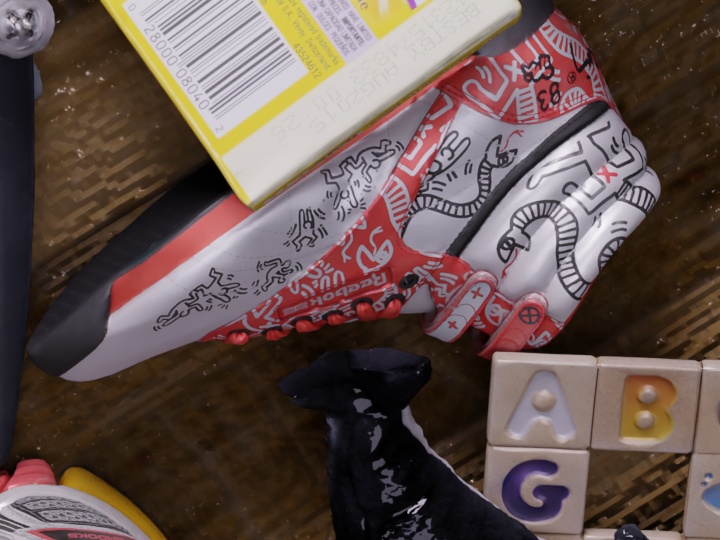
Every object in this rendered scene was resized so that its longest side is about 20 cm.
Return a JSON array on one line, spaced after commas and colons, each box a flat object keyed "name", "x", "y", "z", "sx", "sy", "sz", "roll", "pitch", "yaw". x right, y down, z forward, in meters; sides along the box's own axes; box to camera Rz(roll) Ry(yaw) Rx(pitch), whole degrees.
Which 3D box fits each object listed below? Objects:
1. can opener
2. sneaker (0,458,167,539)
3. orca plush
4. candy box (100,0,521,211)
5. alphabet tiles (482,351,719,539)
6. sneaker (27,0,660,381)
[{"name": "can opener", "x": -0.126, "y": -0.028, "z": 0.840, "sx": 0.063, "sy": 0.078, "sz": 0.201, "roll": -17, "pitch": 114, "yaw": -32}, {"name": "sneaker", "x": -0.052, "y": 0.147, "z": 0.879, "sx": 0.200, "sy": 0.082, "sz": 0.078, "roll": 38, "pitch": 94, "yaw": -17}, {"name": "orca plush", "x": 0.046, "y": 0.114, "z": 0.859, "sx": 0.105, "sy": 0.071, "sz": 0.201, "roll": -14, "pitch": 121, "yaw": 10}, {"name": "candy box", "x": -0.050, "y": -0.128, "z": 0.810, "sx": 0.102, "sy": 0.026, "sz": 0.200, "roll": -35, "pitch": 87, "yaw": -3}, {"name": "alphabet tiles", "x": 0.138, "y": 0.102, "z": 0.898, "sx": 0.199, "sy": 0.008, "sz": 0.168, "roll": 2, "pitch": 120, "yaw": 0}, {"name": "sneaker", "x": 0.001, "y": 0.000, "z": 0.860, "sx": 0.201, "sy": 0.067, "sz": 0.108, "roll": -38, "pitch": 104, "yaw": -2}]
